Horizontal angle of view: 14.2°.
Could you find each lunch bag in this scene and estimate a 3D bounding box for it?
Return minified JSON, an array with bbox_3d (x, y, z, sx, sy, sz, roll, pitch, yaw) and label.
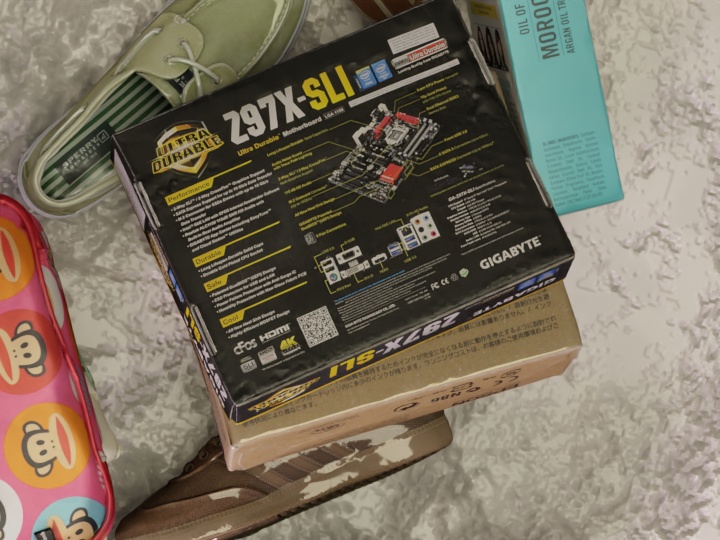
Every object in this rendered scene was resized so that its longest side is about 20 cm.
[{"bbox_3d":[-0.228,0.070,1.491,0.175,0.082,0.201,-16,88,-3],"label":"lunch bag"}]

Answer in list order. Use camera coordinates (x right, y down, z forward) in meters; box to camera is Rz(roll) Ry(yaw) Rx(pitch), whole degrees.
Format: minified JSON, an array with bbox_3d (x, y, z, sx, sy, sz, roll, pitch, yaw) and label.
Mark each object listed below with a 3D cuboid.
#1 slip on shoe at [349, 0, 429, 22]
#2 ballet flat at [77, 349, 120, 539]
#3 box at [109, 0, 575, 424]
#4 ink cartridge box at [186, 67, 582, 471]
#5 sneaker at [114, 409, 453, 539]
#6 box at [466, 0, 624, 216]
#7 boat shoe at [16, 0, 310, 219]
[{"bbox_3d":[-0.018,-0.226,1.567,0.200,0.076,0.061,50,47,-5],"label":"slip on shoe"},{"bbox_3d":[-0.161,0.117,1.559,0.074,0.074,0.202,5,82,-11],"label":"ballet flat"},{"bbox_3d":[-0.009,-0.033,1.510,0.199,0.049,0.160,-24,77,-9],"label":"box"},{"bbox_3d":[0.000,0.000,1.565,0.199,0.075,0.166,-15,77,-7],"label":"ink cartridge box"},{"bbox_3d":[-0.051,0.100,1.610,0.199,0.070,0.076,-21,82,-10],"label":"sneaker"},{"bbox_3d":[0.093,-0.134,1.586,0.049,0.082,0.201,-14,100,-10],"label":"box"},{"bbox_3d":[-0.101,-0.097,1.564,0.200,0.062,0.072,-44,103,-3],"label":"boat shoe"}]
